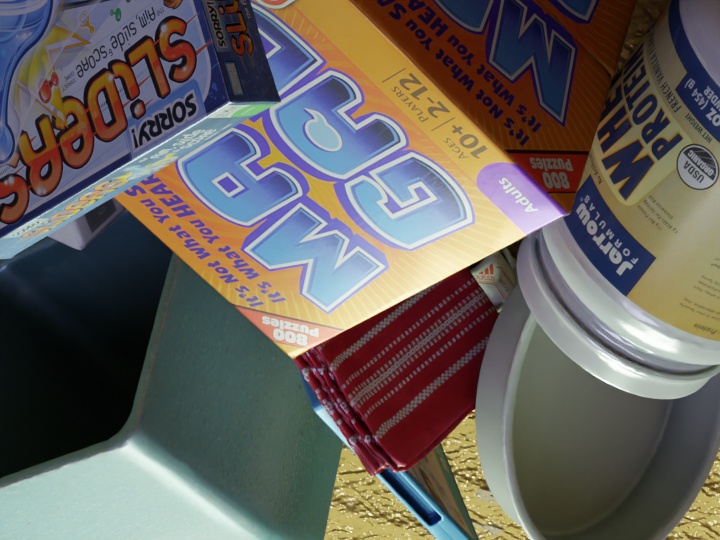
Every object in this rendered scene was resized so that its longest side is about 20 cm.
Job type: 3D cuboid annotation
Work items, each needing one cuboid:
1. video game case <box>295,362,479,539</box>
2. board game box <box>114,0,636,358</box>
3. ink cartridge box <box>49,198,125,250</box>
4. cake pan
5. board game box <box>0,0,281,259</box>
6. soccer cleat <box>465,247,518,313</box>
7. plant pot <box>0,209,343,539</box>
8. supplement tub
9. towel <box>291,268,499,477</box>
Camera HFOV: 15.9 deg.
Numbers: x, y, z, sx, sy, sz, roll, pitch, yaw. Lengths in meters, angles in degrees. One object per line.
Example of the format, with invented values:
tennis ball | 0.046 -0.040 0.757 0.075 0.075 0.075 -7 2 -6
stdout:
video game case | 0.004 0.069 1.482 0.018 0.144 0.200 -29 140 9
board game box | -0.009 -0.120 1.284 0.200 0.201 0.199 42 133 -22
ink cartridge box | -0.235 -0.119 1.495 0.173 0.044 0.201 23 144 38
cake pan | 0.135 0.066 1.432 0.037 0.200 0.201 14 143 44
board game box | -0.131 -0.101 1.185 0.199 0.034 0.136 -27 75 40
soccer cleat | 0.076 0.022 1.490 0.199 0.069 0.085 33 145 -5
plant pot | -0.117 0.097 1.564 0.195 0.197 0.200 -22 132 37
supplement tub | 0.177 -0.045 1.279 0.144 0.145 0.200 29 128 -8
towel | 0.000 0.000 1.394 0.022 0.144 0.201 -35 89 45
